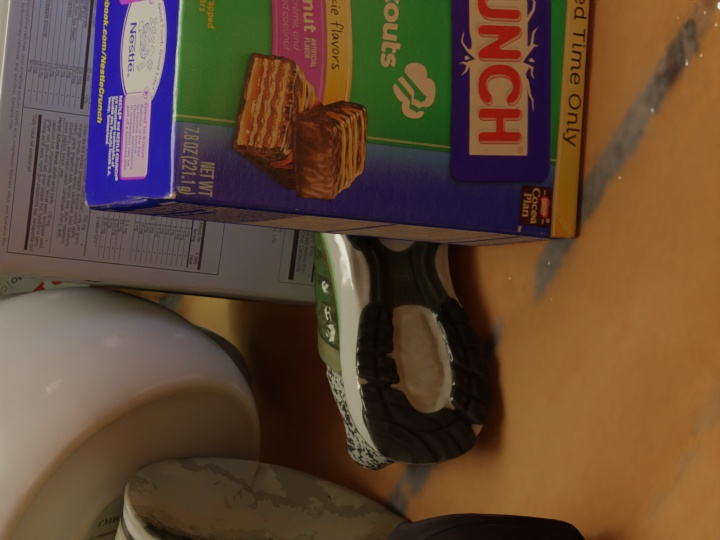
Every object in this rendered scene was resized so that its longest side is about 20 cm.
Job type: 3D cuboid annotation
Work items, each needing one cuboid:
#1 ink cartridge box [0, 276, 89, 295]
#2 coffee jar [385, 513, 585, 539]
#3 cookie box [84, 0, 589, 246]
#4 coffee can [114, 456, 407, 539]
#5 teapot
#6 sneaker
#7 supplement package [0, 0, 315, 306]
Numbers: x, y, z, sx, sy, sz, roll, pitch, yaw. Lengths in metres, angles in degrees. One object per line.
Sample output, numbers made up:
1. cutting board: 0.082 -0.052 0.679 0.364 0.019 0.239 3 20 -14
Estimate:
1. ink cartridge box: -0.215 -0.057 1.355 0.145 0.200 0.084 -40 43 -6
2. coffee jar: 0.072 0.184 1.004 0.085 0.104 0.200 -56 43 32
3. cookie box: -0.004 -0.102 1.073 0.075 0.199 0.172 0 87 55
4. coffee can: -0.059 0.203 1.163 0.146 0.146 0.201 38 117 52
5. teapot: -0.151 0.080 1.224 0.146 0.200 0.198 37 83 33
6. sneaker: 0.000 0.000 1.177 0.089 0.077 0.201 138 131 -58
7. supplement package: -0.110 -0.068 1.229 0.152 0.199 0.152 4 88 57
